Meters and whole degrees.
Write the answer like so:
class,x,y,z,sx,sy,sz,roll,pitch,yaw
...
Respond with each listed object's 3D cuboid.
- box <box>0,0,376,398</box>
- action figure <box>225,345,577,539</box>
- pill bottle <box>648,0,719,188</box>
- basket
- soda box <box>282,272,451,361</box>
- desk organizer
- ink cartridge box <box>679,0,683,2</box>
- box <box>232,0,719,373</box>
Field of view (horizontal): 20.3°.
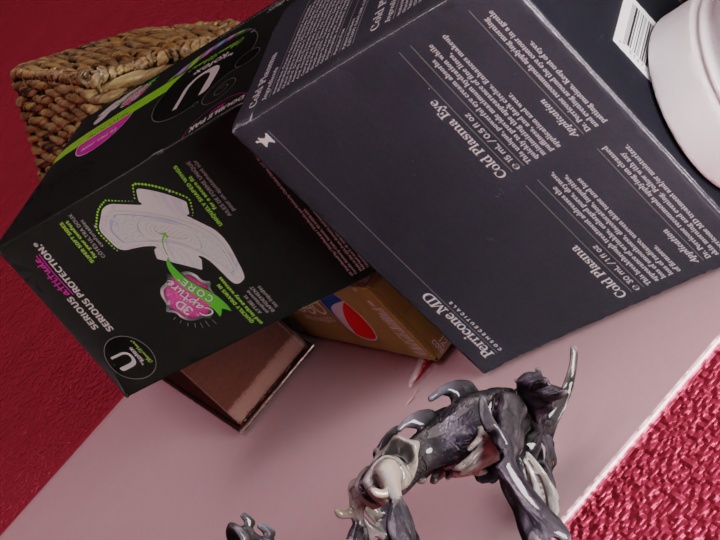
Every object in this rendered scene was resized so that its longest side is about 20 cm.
class,x,y,z,sx,sy,sz,roll,pitch,yaw
box,-0.080,-0.047,1.155,0.199,0.125,0.149,-26,24,31
action figure,0.034,0.112,0.899,0.199,0.103,0.119,-28,2,-31
pill bottle,0.234,-0.116,0.900,0.199,0.113,0.114,-27,28,38
basket,-0.135,-0.084,1.370,0.142,0.150,0.200,-19,13,-22
soda box,0.000,0.000,1.192,0.068,0.064,0.200,-50,22,-15
desk organizer,-0.112,0.035,1.316,0.072,0.077,0.200,-49,22,-9
ink cartridge box,0.104,-0.180,1.184,0.199,0.146,0.084,-28,72,35
box,0.074,-0.073,1.001,0.181,0.200,0.105,-27,30,38
